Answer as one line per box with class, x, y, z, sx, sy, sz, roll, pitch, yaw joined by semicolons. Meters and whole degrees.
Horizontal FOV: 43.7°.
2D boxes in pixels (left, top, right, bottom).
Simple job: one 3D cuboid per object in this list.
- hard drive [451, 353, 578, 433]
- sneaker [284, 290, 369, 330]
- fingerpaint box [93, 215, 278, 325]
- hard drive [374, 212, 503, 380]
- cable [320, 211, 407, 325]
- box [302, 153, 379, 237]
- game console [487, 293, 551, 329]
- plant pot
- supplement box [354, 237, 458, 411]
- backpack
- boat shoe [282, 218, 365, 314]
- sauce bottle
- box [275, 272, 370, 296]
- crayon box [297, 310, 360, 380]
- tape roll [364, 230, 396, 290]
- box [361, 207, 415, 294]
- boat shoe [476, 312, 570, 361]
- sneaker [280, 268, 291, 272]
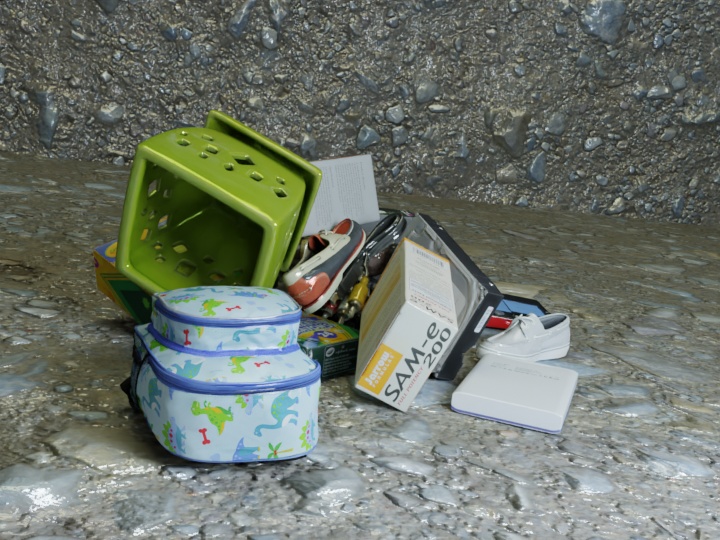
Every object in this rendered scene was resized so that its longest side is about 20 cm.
hard drive;0.199;0.150;1.130;0.130;0.026;0.200;10;12;17
sneaker;-0.016;0.072;1.297;0.198;0.060;0.104;30;42;8
fingerpaint box;-0.239;-0.001;1.243;0.166;0.074;0.199;32;44;29
hard drive;0.099;0.031;1.215;0.037;0.141;0.201;14;27;-34
cable;0.000;0.000;1.270;0.096;0.051;0.201;-12;32;47
box;-0.092;-0.111;1.382;0.151;0.108;0.199;-3;8;40
game console;0.250;0.067;1.568;0.174;0.032;0.200;6;12;-3
plant pot;-0.168;-0.069;1.124;0.198;0.201;0.182;29;39;7
supplement box;0.055;0.061;1.100;0.073;0.127;0.201;27;22;-9
backpack;-0.131;0.097;0.882;0.180;0.150;0.200;-1;16;-24
boat shoe;-0.049;-0.021;1.234;0.071;0.063;0.201;-31;18;35
sauce bottle;-0.007;-0.021;1.341;0.196;0.066;0.065;2;9;15
box;-0.087;0.043;1.376;0.198;0.070;0.082;-1;13;-36
crayon box;-0.103;0.089;1.183;0.198;0.053;0.125;15;14;37
tape roll;0.054;0.005;1.459;0.198;0.067;0.200;27;-6;3
box;0.004;-0.039;1.629;0.196;0.151;0.124;4;10;-10
boat shoe;0.245;0.096;1.314;0.198;0.070;0.072;-2;14;-38
sneaker;-0.090;-0.007;1.485;0.069;0.111;0.199;7;0;-25
